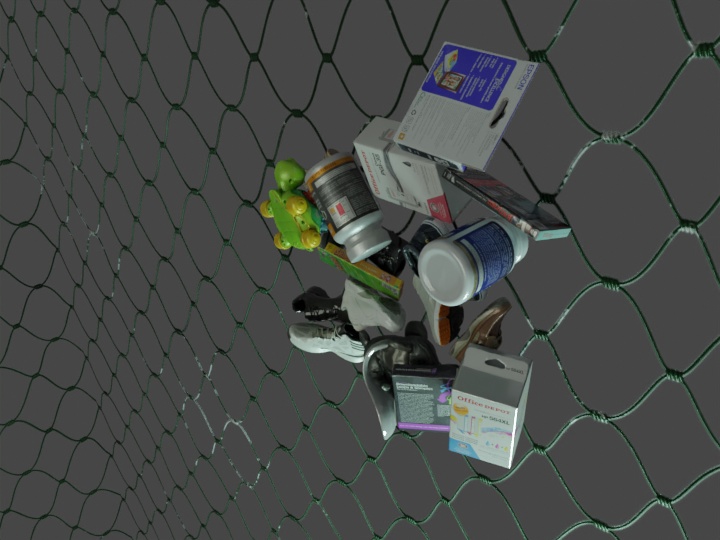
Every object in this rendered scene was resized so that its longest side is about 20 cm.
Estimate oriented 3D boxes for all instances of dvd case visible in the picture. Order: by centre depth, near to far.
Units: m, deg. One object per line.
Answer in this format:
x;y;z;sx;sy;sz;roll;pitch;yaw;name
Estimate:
0.246;-0.114;1.189;0.199;0.145;0.022;37;114;27;dvd case

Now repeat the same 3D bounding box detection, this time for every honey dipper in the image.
-0.098;-0.176;1.541;0.038;0.038;0.201;47;127;18;honey dipper

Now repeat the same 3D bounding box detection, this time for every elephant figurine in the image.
0.104;0.178;1.514;0.154;0.143;0.200;29;135;-23;elephant figurine

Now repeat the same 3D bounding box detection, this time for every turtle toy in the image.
-0.135;-0.135;1.496;0.145;0.101;0.203;2;119;51;turtle toy

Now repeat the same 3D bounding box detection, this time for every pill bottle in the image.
0.202;-0.026;1.236;0.115;0.198;0.118;24;126;38;pill bottle
-0.023;-0.126;1.426;0.116;0.115;0.202;-34;80;49;pill bottle

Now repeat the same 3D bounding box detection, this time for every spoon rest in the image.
0.038;0.247;1.453;0.059;0.099;0.204;-5;96;3;spoon rest

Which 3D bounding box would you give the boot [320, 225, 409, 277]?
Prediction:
0.011;-0.045;1.543;0.198;0.066;0.166;32;144;19;boot

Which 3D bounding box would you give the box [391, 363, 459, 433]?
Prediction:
0.143;0.270;1.473;0.140;0.036;0.202;2;137;10;box

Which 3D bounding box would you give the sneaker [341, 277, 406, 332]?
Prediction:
0.026;0.097;1.552;0.199;0.077;0.101;37;112;49;sneaker

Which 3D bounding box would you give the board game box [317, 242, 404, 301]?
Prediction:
0.000;0.000;1.511;0.197;0.030;0.096;25;165;8;board game box

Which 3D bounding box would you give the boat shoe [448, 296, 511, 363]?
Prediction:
0.244;0.125;1.369;0.072;0.075;0.201;44;143;13;boat shoe

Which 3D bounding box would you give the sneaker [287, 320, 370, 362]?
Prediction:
-0.069;0.141;1.640;0.197;0.077;0.116;15;142;-2;sneaker

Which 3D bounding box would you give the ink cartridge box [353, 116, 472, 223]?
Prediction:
0.098;-0.189;1.317;0.198;0.083;0.148;23;151;37;ink cartridge box

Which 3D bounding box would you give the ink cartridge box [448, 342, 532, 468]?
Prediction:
0.243;0.245;1.331;0.126;0.126;0.202;12;132;20;ink cartridge box

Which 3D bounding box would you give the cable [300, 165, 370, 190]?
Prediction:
-0.053;-0.178;1.543;0.198;0.050;0.099;5;107;47;cable

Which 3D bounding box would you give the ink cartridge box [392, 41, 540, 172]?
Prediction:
0.177;-0.269;1.177;0.199;0.043;0.200;27;87;38;ink cartridge box

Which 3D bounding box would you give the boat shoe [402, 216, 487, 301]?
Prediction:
0.157;0.003;1.337;0.201;0.091;0.071;51;158;-19;boat shoe

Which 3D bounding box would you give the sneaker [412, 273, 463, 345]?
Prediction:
0.150;0.050;1.436;0.091;0.075;0.204;7;107;53;sneaker

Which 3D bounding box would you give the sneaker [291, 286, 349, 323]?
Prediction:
-0.083;0.096;1.683;0.198;0.090;0.077;9;114;43;sneaker
